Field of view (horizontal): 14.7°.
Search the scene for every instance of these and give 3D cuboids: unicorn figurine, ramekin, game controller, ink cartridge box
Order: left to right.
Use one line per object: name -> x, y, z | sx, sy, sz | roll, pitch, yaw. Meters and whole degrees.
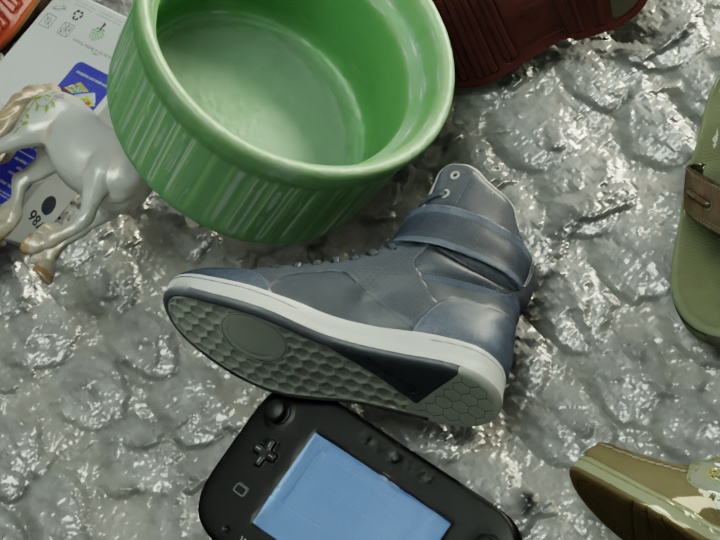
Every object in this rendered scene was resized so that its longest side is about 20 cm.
ink cartridge box -> -0.214, -0.085, 1.793 | 0.099, 0.039, 0.200 | 28, 71, 35
unicorn figurine -> -0.161, -0.056, 1.695 | 0.200, 0.074, 0.137 | 40, 77, 24
ramekin -> -0.053, -0.113, 1.648 | 0.199, 0.098, 0.201 | 13, 54, -18
game controller -> -0.002, 0.143, 1.544 | 0.200, 0.042, 0.104 | 31, 74, 37

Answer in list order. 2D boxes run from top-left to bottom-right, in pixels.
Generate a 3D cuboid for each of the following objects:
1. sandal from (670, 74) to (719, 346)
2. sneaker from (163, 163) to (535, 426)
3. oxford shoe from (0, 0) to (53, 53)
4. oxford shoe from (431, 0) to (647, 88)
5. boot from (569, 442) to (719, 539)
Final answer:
sandal -> 0.210, -0.044, 1.567 | 0.079, 0.057, 0.202 | -7, 56, 19
sneaker -> 0.001, 0.001, 1.589 | 0.201, 0.077, 0.147 | 14, 55, 9
oxford shoe -> -0.229, -0.187, 1.860 | 0.200, 0.072, 0.071 | -41, 76, 13
oxford shoe -> 0.091, -0.163, 1.709 | 0.199, 0.071, 0.075 | -11, 23, 22
boot -> 0.224, 0.094, 1.460 | 0.199, 0.072, 0.155 | 20, 68, 27
